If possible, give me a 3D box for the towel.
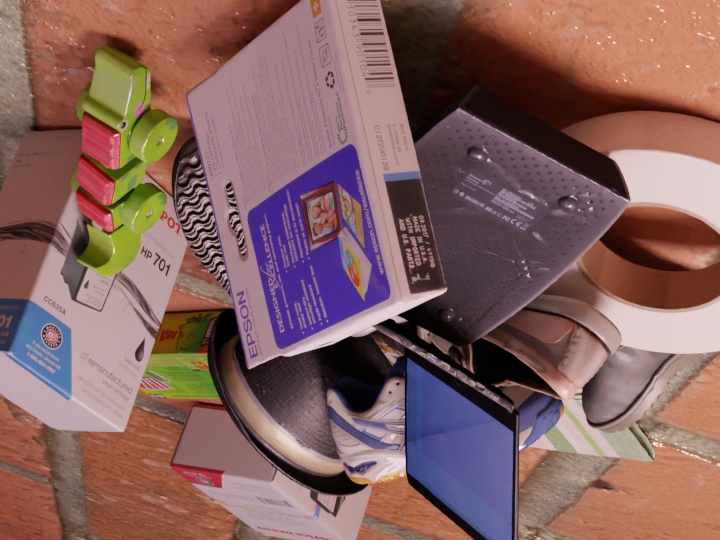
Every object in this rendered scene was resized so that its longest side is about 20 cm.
[{"bbox_3d":[0.158,0.131,1.529,0.200,0.023,0.153,4,154,29],"label":"towel"}]

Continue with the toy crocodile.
[{"bbox_3d":[-0.181,-0.079,1.204,0.067,0.062,0.200,35,141,17],"label":"toy crocodile"}]

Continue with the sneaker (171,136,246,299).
[{"bbox_3d":[-0.097,-0.032,1.290,0.200,0.070,0.090,62,179,-34],"label":"sneaker"}]

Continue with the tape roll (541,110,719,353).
[{"bbox_3d":[0.193,-0.021,1.070,0.202,0.037,0.203,12,143,9],"label":"tape roll"}]

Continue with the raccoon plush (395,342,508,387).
[{"bbox_3d":[0.126,0.088,1.375,0.200,0.097,0.134,1,160,36],"label":"raccoon plush"}]

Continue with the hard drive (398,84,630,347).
[{"bbox_3d":[0.066,-0.032,1.040,0.135,0.042,0.200,27,141,-14],"label":"hard drive"}]

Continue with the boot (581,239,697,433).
[{"bbox_3d":[0.143,0.029,1.212,0.200,0.073,0.182,18,132,-16],"label":"boot"}]

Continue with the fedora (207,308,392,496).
[{"bbox_3d":[-0.033,0.094,1.407,0.092,0.201,0.200,-37,127,26],"label":"fedora"}]

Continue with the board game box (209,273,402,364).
[{"bbox_3d":[-0.026,0.036,1.451,0.200,0.023,0.105,35,154,-34],"label":"board game box"}]

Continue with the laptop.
[{"bbox_3d":[0.024,0.096,1.153,0.200,0.103,0.177,32,179,-29],"label":"laptop"}]

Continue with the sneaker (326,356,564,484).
[{"bbox_3d":[0.058,0.108,1.283,0.200,0.075,0.088,-15,102,29],"label":"sneaker"}]

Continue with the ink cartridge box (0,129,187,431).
[{"bbox_3d":[-0.229,0.009,1.316,0.086,0.200,0.146,0,152,35],"label":"ink cartridge box"}]

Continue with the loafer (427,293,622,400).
[{"bbox_3d":[0.098,0.054,1.147,0.072,0.063,0.200,40,161,-22],"label":"loafer"}]

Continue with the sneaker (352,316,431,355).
[{"bbox_3d":[0.000,0.000,1.268,0.200,0.089,0.074,37,153,-33],"label":"sneaker"}]

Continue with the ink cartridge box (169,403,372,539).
[{"bbox_3d":[-0.099,0.236,1.888,0.146,0.083,0.200,4,153,32],"label":"ink cartridge box"}]

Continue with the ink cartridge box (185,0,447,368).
[{"bbox_3d":[-0.033,-0.054,1.030,0.043,0.198,0.200,-8,170,-33],"label":"ink cartridge box"}]

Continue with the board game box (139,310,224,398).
[{"bbox_3d":[-0.169,0.086,1.645,0.200,0.048,0.102,-4,149,44],"label":"board game box"}]
